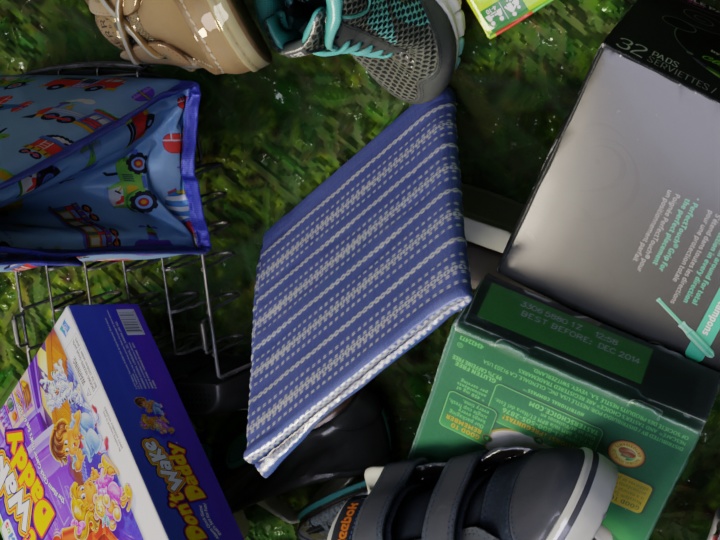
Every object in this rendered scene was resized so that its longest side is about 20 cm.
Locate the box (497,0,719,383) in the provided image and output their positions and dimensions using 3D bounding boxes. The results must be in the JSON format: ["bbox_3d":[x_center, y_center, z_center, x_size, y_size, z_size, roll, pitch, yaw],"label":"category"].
[{"bbox_3d":[0.190,-0.027,0.902,0.200,0.149,0.124,26,115,7],"label":"box"}]

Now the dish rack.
[{"bbox_3d":[-0.129,-0.016,1.049,0.153,0.055,0.200,0,104,31],"label":"dish rack"}]

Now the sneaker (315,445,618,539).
[{"bbox_3d":[0.034,0.125,0.878,0.079,0.078,0.200,34,139,-9],"label":"sneaker"}]

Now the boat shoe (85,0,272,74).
[{"bbox_3d":[-0.094,-0.125,0.935,0.064,0.200,0.071,-29,110,-6],"label":"boat shoe"}]

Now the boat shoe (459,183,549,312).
[{"bbox_3d":[0.114,0.018,0.987,0.201,0.072,0.061,24,112,17],"label":"boat shoe"}]

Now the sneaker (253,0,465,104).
[{"bbox_3d":[-0.014,-0.131,0.916,0.078,0.091,0.200,11,154,32],"label":"sneaker"}]

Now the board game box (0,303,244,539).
[{"bbox_3d":[-0.125,0.136,0.990,0.135,0.045,0.200,-53,53,36],"label":"board game box"}]

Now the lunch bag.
[{"bbox_3d":[-0.192,-0.036,0.929,0.150,0.200,0.094,4,105,32],"label":"lunch bag"}]

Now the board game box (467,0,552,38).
[{"bbox_3d":[0.123,-0.206,0.919,0.200,0.048,0.102,-29,98,24],"label":"board game box"}]

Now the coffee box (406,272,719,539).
[{"bbox_3d":[0.083,0.101,0.919,0.123,0.044,0.200,23,136,9],"label":"coffee box"}]

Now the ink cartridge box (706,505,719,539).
[{"bbox_3d":[0.162,0.220,0.949,0.044,0.174,0.200,20,91,11],"label":"ink cartridge box"}]

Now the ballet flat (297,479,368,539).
[{"bbox_3d":[0.057,0.118,1.024,0.200,0.072,0.072,-30,97,17],"label":"ballet flat"}]

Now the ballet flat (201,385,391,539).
[{"bbox_3d":[-0.069,0.124,1.085,0.200,0.068,0.068,-24,112,23],"label":"ballet flat"}]

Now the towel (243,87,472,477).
[{"bbox_3d":[0.000,0.000,0.951,0.024,0.200,0.145,39,115,-23],"label":"towel"}]
